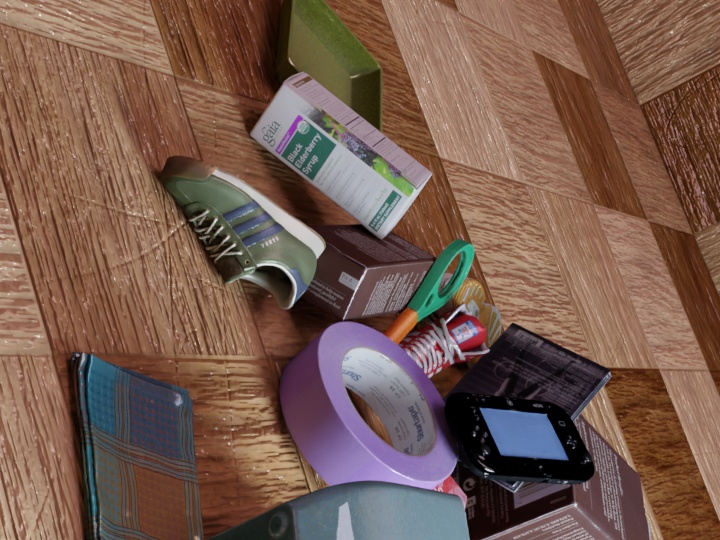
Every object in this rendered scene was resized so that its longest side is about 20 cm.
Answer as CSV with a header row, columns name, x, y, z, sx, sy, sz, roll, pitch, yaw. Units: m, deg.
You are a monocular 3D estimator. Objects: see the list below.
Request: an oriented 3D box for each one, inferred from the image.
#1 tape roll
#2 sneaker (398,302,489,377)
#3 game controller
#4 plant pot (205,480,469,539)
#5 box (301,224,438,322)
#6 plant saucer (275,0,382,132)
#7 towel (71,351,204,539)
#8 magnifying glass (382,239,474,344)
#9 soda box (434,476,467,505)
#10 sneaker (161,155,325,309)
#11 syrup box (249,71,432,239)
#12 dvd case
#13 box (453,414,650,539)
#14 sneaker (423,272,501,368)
name,x,y,z,sx,sy,sz,roll,pitch,yaw
tape roll,0.010,0.154,1.524,0.199,0.066,0.201,35,31,-25
sneaker,0.083,0.098,1.711,0.072,0.112,0.200,62,26,-4
game controller,0.175,0.184,1.589,0.199,0.042,0.105,10,52,-40
plant pot,-0.031,0.287,1.228,0.199,0.195,0.197,29,42,-44
box,0.000,0.000,1.645,0.100,0.075,0.200,31,14,23
plant saucer,-0.047,-0.257,1.875,0.200,0.048,0.201,45,30,-34
towel,-0.184,0.176,1.233,0.146,0.022,0.201,30,42,-49
magnifying glass,0.071,0.038,1.692,0.200,0.022,0.080,-48,155,-31
soda box,0.061,0.294,1.543,0.070,0.063,0.201,53,28,-21
sneaker,-0.126,-0.032,1.485,0.199,0.067,0.091,32,62,-28
syrup box,-0.023,-0.136,1.687,0.199,0.079,0.081,38,25,3
dvd case,0.182,0.158,1.717,0.200,0.148,0.016,-44,142,-27
box,0.233,0.293,1.754,0.200,0.163,0.167,45,30,-34
sneaker,0.123,0.057,1.875,0.076,0.087,0.200,-59,150,-22
